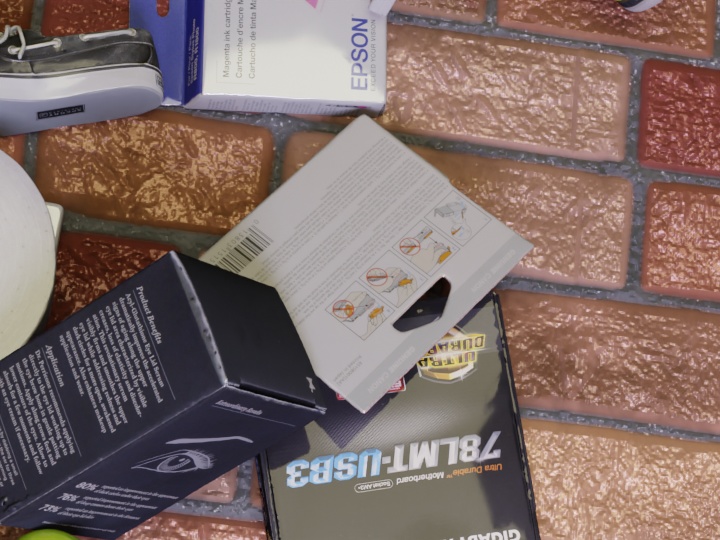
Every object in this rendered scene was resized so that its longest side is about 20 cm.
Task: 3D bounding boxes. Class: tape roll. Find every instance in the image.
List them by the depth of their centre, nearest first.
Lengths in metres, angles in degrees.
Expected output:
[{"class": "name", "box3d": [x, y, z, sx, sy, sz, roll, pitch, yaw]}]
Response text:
[{"class": "tape roll", "box3d": [-0.315, -0.002, 1.536, 0.198, 0.066, 0.202, 3, 75, -10]}]

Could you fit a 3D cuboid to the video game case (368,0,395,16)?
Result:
[{"class": "video game case", "box3d": [0.058, -0.308, 1.637, 0.017, 0.143, 0.201, 22, 58, -9]}]

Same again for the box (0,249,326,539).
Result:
[{"class": "box", "box3d": [-0.148, 0.089, 1.471, 0.199, 0.148, 0.105, -31, 68, 16]}]

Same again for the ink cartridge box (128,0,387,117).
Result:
[{"class": "ink cartridge box", "box3d": [-0.078, -0.220, 1.669, 0.198, 0.043, 0.198, 2, 75, -10]}]

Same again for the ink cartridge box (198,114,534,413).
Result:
[{"class": "ink cartridge box", "box3d": [0.000, 0.000, 1.583, 0.173, 0.044, 0.200, 38, 62, 18]}]

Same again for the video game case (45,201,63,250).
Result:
[{"class": "video game case", "box3d": [-0.328, 0.023, 1.572, 0.198, 0.023, 0.184, 10, 74, -6]}]

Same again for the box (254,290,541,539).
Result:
[{"class": "box", "box3d": [0.020, 0.127, 1.590, 0.198, 0.050, 0.200, -6, 75, -10]}]

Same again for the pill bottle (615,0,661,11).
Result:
[{"class": "pill bottle", "box3d": [0.175, -0.301, 1.671, 0.200, 0.112, 0.112, 38, 72, -15]}]

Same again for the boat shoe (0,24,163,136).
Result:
[{"class": "boat shoe", "box3d": [-0.247, -0.147, 1.605, 0.197, 0.074, 0.069, -9, 69, -8]}]

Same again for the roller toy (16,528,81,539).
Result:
[{"class": "roller toy", "box3d": [-0.245, 0.289, 1.456, 0.198, 0.140, 0.184, -22, 78, -4]}]
